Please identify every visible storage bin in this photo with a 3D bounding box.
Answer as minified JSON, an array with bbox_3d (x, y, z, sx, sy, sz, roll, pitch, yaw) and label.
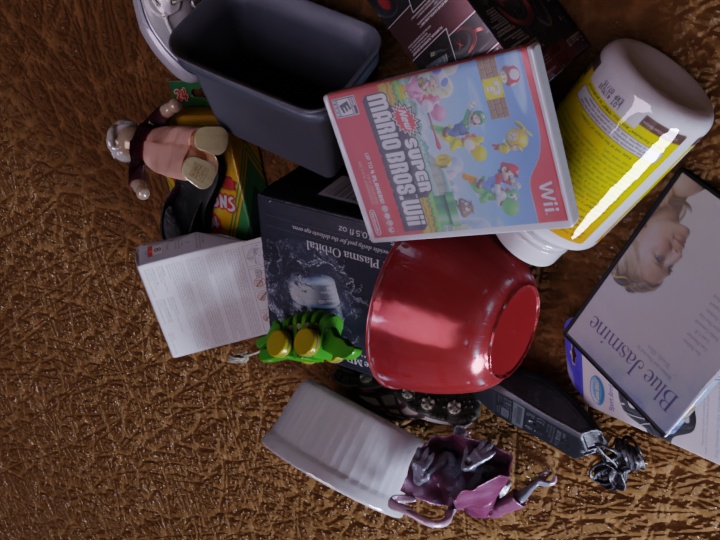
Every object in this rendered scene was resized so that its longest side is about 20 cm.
[{"bbox_3d":[-0.076,-0.198,0.795,0.199,0.146,0.135,26,155,18],"label":"storage bin"}]

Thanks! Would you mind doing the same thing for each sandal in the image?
[{"bbox_3d":[-0.221,-0.071,0.943,0.075,0.048,0.201,32,130,14],"label":"sandal"}]

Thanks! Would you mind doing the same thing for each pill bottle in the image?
[{"bbox_3d":[0.203,-0.095,0.673,0.109,0.109,0.200,41,131,6],"label":"pill bottle"}]

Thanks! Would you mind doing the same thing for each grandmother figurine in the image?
[{"bbox_3d":[-0.238,-0.141,0.890,0.199,0.122,0.060,20,169,43],"label":"grandmother figurine"}]

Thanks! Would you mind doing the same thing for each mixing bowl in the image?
[{"bbox_3d":[0.107,0.042,0.748,0.108,0.200,0.201,19,126,34],"label":"mixing bowl"}]

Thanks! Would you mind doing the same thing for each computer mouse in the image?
[{"bbox_3d":[0.220,0.162,0.844,0.199,0.053,0.139,30,159,18],"label":"computer mouse"}]

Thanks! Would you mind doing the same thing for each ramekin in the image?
[{"bbox_3d":[-0.015,0.219,0.955,0.199,0.098,0.201,28,171,5],"label":"ramekin"}]

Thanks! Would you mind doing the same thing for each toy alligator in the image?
[{"bbox_3d":[-0.078,0.075,0.848,0.199,0.059,0.055,-7,72,39],"label":"toy alligator"}]

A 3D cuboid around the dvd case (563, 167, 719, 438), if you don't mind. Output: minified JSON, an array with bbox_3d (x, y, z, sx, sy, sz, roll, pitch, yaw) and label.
[{"bbox_3d":[0.284,0.029,0.682,0.143,0.017,0.201,51,125,38],"label":"dvd case"}]

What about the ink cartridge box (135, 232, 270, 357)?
[{"bbox_3d":[-0.166,0.018,0.966,0.050,0.199,0.163,-115,13,-49],"label":"ink cartridge box"}]

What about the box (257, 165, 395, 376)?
[{"bbox_3d":[0.000,0.000,0.861,0.195,0.117,0.201,16,125,26],"label":"box"}]

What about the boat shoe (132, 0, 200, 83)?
[{"bbox_3d":[-0.216,-0.313,0.846,0.066,0.073,0.201,-15,107,41],"label":"boat shoe"}]

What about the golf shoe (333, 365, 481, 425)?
[{"bbox_3d":[0.063,0.154,0.950,0.199,0.077,0.088,15,143,31],"label":"golf shoe"}]

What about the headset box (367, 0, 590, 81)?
[{"bbox_3d":[0.102,-0.214,0.643,0.200,0.149,0.075,52,133,-4],"label":"headset box"}]

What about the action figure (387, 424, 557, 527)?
[{"bbox_3d":[0.140,0.265,0.903,0.133,0.149,0.200,22,159,32],"label":"action figure"}]

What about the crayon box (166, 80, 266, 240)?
[{"bbox_3d":[-0.187,-0.135,0.949,0.126,0.051,0.201,6,119,32],"label":"crayon box"}]

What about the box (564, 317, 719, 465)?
[{"bbox_3d":[0.292,0.104,0.746,0.199,0.041,0.120,24,131,49],"label":"box"}]

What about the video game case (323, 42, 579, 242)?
[{"bbox_3d":[0.070,-0.096,0.627,0.199,0.017,0.144,-3,115,38],"label":"video game case"}]
